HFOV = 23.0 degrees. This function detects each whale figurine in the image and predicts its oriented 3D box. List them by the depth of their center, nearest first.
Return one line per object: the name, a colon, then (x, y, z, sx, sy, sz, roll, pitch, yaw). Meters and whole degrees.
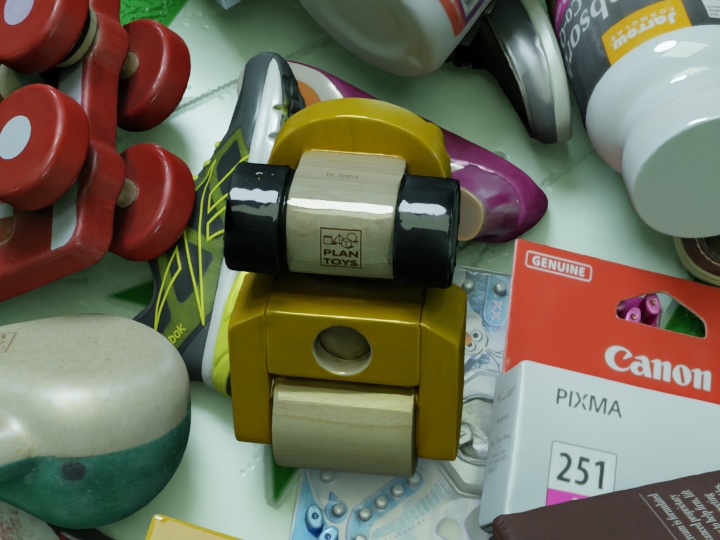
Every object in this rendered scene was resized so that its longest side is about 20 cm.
whale figurine: (-0.192, 0.087, 0.970, 0.198, 0.159, 0.104, -1, 111, 0)

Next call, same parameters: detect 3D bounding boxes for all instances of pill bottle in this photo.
pill bottle: (0.055, -0.220, 1.021, 0.111, 0.112, 0.200, 34, 71, 9)
pill bottle: (0.179, -0.123, 1.026, 0.116, 0.117, 0.201, -6, 47, -5)

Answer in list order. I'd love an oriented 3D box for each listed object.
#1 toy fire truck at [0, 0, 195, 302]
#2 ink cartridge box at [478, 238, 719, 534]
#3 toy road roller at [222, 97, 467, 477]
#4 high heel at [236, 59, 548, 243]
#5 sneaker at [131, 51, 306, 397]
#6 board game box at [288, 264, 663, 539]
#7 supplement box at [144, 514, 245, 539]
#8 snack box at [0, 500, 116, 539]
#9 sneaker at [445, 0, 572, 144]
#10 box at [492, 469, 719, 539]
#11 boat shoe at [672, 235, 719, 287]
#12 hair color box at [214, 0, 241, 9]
toy fire truck: (-0.193, -0.078, 1.014, 0.167, 0.112, 0.201, -19, 61, 31)
ink cartridge box: (0.174, 0.079, 1.001, 0.199, 0.044, 0.175, 13, 72, -14)
toy road roller: (0.000, 0.000, 0.970, 0.122, 0.201, 0.146, 5, 33, 7)
high heel: (0.020, -0.077, 1.079, 0.199, 0.096, 0.068, 26, 110, 26)
sneaker: (-0.085, -0.032, 1.020, 0.084, 0.074, 0.201, 10, 83, 13)
board game box: (0.070, 0.092, 1.025, 0.199, 0.026, 0.201, 9, 70, 1)
supplement box: (-0.031, 0.222, 0.871, 0.196, 0.200, 0.134, 17, 74, -2)
snack box: (-0.214, 0.151, 0.991, 0.199, 0.024, 0.072, 27, 71, 6)
sneaker: (0.052, -0.147, 1.090, 0.106, 0.075, 0.201, -23, 64, -5)
box: (0.188, 0.208, 0.887, 0.199, 0.166, 0.165, -11, 108, -6)
boat shoe: (0.240, -0.089, 1.070, 0.072, 0.072, 0.201, 22, 70, 1)
hair color box: (-0.033, -0.250, 1.099, 0.199, 0.061, 0.099, -33, 39, -13)
